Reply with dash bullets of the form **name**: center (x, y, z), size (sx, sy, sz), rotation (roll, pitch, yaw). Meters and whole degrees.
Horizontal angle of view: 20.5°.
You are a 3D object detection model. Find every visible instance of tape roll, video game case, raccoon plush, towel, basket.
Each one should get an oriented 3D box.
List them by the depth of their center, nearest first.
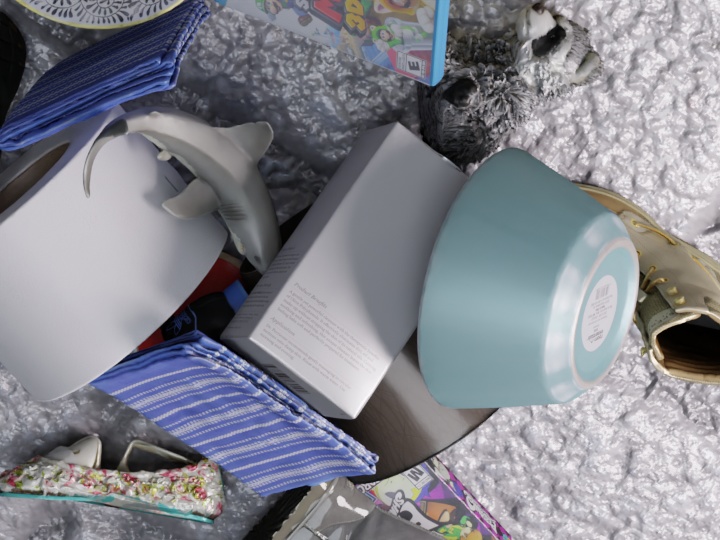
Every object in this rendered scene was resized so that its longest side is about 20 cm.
- **video game case**: center (-0.024, -0.230, 1.474), size (0.199, 0.018, 0.143), rotation (24, 136, 22)
- **towel**: center (-0.187, -0.146, 1.478), size (0.144, 0.200, 0.024), rotation (-22, 107, 12)
- **towel**: center (-0.100, 0.116, 1.525), size (0.200, 0.024, 0.145), rotation (38, 143, -30)
- **tape roll**: center (-0.223, -0.015, 1.542), size (0.202, 0.203, 0.139), rotation (-35, 107, 15)
- **raccoon plush**: center (0.114, -0.126, 1.569), size (0.133, 0.097, 0.200), rotation (-5, 144, -11)
- **basket**: center (0.003, 0.047, 1.601), size (0.180, 0.136, 0.200), rotation (-29, 105, 29)
- **video game case**: center (0.027, 0.262, 1.740), size (0.200, 0.036, 0.181), rotation (-38, 107, 16)

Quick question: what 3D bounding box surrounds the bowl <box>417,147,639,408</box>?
- **bowl**: center (0.135, 0.018, 1.464), size (0.105, 0.201, 0.202), rotation (16, 116, 28)

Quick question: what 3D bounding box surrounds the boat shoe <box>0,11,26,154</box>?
- **boat shoe**: center (-0.320, -0.110, 1.531), size (0.074, 0.201, 0.076), rotation (1, 149, 22)

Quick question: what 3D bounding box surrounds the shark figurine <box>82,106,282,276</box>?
- **shark figurine**: center (-0.114, -0.092, 1.464), size (0.089, 0.129, 0.214), rotation (-20, 146, 32)

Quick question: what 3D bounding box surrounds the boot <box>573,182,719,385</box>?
- **boot**: center (0.217, 0.011, 1.562), size (0.200, 0.156, 0.073), rotation (30, 111, -10)

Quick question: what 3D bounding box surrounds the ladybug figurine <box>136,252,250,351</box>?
- **ladybug figurine**: center (-0.120, 0.076, 1.647), size (0.135, 0.072, 0.201), rotation (-15, 111, 9)

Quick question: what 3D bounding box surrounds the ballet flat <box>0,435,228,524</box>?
- **ballet flat**: center (-0.211, 0.175, 1.705), size (0.199, 0.076, 0.064), rotation (8, 82, -6)

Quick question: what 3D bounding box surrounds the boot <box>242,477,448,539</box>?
- **boot**: center (-0.001, 0.272, 1.696), size (0.200, 0.073, 0.182), rotation (36, 111, -17)

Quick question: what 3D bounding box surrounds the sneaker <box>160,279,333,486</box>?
- **sneaker**: center (-0.089, 0.101, 1.581), size (0.078, 0.070, 0.200), rotation (-28, 118, -4)

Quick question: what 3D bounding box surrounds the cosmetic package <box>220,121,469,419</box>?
- **cosmetic package**: center (0.000, 0.000, 1.486), size (0.108, 0.085, 0.200), rotation (39, 76, -14)

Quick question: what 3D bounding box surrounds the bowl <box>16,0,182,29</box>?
- **bowl**: center (-0.192, -0.290, 1.483), size (0.200, 0.094, 0.201), rotation (1, 114, 2)
